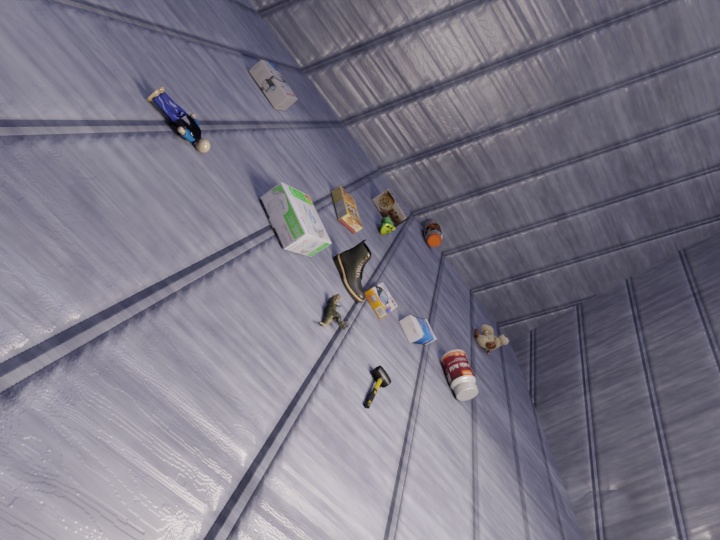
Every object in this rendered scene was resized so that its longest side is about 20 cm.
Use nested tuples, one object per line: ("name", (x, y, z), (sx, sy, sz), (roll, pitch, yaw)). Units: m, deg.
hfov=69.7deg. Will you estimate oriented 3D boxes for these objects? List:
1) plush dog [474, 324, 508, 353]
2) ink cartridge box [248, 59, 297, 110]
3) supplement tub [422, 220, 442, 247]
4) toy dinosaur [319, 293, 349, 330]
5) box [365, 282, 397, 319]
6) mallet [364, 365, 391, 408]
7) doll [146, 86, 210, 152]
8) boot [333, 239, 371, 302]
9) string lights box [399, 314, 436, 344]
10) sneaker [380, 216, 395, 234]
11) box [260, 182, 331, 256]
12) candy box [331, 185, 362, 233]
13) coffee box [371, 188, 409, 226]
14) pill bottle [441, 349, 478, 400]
("plush dog", (0.774, 0.431, 3.158), (0.172, 0.161, 0.200), (13, 16, -45))
("ink cartridge box", (-0.390, -0.831, 2.325), (0.200, 0.086, 0.146), (54, 19, -5))
("supplement tub", (0.496, -0.249, 3.541), (0.123, 0.122, 0.200), (48, 20, -25))
("toy dinosaur", (-0.076, 0.143, 1.579), (0.088, 0.047, 0.200), (39, 22, -8))
("box", (0.086, 0.114, 2.042), (0.119, 0.041, 0.200), (58, 21, 3))
("mallet", (0.040, 0.348, 1.556), (0.066, 0.041, 0.200), (59, 22, 2))
("doll", (-0.492, -0.415, 1.438), (0.200, 0.048, 0.137), (49, 21, -21))
("boot", (0.000, 0.000, 1.856), (0.200, 0.138, 0.077), (62, 19, 13))
("string lights box", (0.246, 0.254, 2.185), (0.200, 0.059, 0.103), (22, 40, -60))
("sneaker", (0.129, -0.233, 2.676), (0.084, 0.074, 0.200), (60, 9, 3))
("box", (-0.208, -0.160, 1.666), (0.200, 0.097, 0.176), (64, 17, 18))
("candy box", (-0.061, -0.268, 2.274), (0.115, 0.055, 0.200), (40, 25, -42))
("coffee box", (0.168, -0.344, 2.886), (0.200, 0.113, 0.080), (58, 19, 2))
("pill bottle", (0.430, 0.452, 2.237), (0.114, 0.114, 0.200), (40, 24, -41))
